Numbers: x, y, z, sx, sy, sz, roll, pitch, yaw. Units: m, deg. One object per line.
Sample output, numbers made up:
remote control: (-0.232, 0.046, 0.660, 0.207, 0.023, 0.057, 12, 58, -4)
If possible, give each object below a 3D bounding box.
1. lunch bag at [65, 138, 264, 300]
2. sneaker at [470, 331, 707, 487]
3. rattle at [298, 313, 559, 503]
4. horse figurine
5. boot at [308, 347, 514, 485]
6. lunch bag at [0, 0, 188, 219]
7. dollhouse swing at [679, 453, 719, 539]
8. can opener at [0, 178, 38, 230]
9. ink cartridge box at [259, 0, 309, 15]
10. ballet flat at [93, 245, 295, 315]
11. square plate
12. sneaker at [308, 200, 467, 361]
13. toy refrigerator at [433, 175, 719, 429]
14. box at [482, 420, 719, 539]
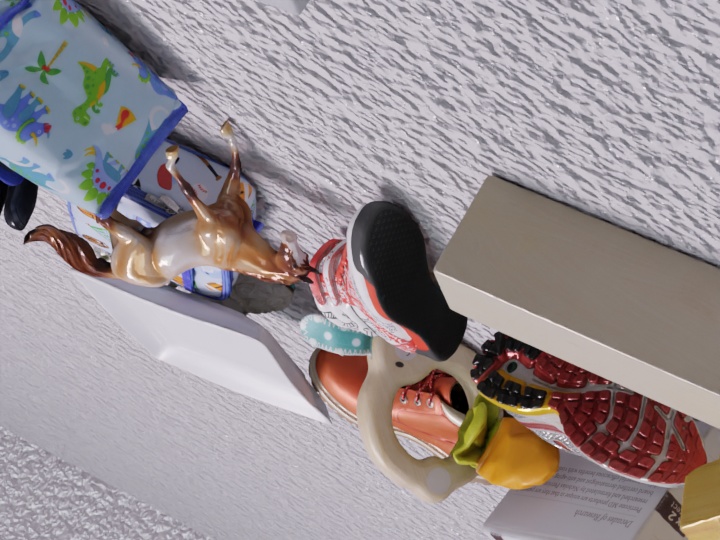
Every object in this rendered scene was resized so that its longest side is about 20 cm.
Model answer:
lunch bag: (-0.156, -0.046, 1.601, 0.160, 0.076, 0.200, 27, 165, 4)
sneaker: (0.178, 0.105, 1.476, 0.200, 0.078, 0.082, 29, 171, 41)
rattle: (0.050, 0.088, 1.565, 0.200, 0.130, 0.143, 61, 176, -11)
horse figurine: (-0.143, -0.033, 1.477, 0.200, 0.050, 0.133, -14, 122, 16)
boot: (0.049, 0.102, 1.706, 0.200, 0.075, 0.107, 26, 154, 8)
lunch bag: (-0.251, -0.143, 1.408, 0.200, 0.127, 0.170, 34, 174, 47)
dollhouse swing: (0.327, 0.170, 1.278, 0.182, 0.176, 0.200, -27, 107, 45)
can opener: (-0.270, -0.076, 1.536, 0.079, 0.063, 0.200, 55, -161, -27)
ink cartridge box: (-0.089, -0.222, 0.923, 0.145, 0.084, 0.200, 24, 163, 21)
ballet flat: (-0.153, 0.005, 1.767, 0.200, 0.072, 0.072, 24, 163, 18)
square plate: (-0.132, 0.061, 1.738, 0.198, 0.028, 0.200, 19, 163, 25)
sneaker: (0.000, 0.001, 1.472, 0.108, 0.067, 0.201, 19, 163, 29)
toy refrigerator: (0.154, 0.021, 1.240, 0.200, 0.076, 0.070, 23, 163, 23)
box: (0.239, 0.223, 1.552, 0.199, 0.131, 0.200, 46, 160, -21)
